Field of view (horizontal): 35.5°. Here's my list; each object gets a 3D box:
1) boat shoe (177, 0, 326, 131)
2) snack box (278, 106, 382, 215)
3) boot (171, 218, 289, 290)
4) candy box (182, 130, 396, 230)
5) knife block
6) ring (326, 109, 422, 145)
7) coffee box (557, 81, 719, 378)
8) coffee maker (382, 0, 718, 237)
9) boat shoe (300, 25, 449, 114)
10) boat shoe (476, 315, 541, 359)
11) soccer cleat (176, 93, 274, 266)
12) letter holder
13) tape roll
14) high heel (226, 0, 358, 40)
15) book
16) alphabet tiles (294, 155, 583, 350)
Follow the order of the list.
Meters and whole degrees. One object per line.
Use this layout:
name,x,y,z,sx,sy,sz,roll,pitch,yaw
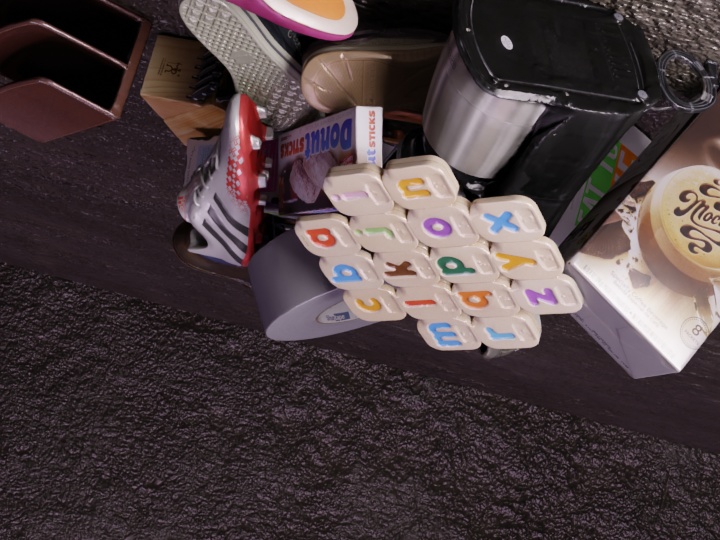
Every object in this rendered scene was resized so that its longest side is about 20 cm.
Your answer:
boat shoe,-0.079,-0.181,0.910,0.074,0.063,0.200,-3,151,25
snack box,-0.028,-0.084,0.907,0.024,0.073,0.200,0,180,-21
boot,-0.088,-0.012,1.113,0.198,0.076,0.097,9,177,-11
candy box,-0.048,-0.084,1.106,0.198,0.072,0.167,1,173,35
knife block,-0.111,-0.164,1.076,0.174,0.065,0.200,13,168,12
ring,0.037,-0.138,1.062,0.198,0.019,0.200,9,177,0
coffee box,0.241,-0.033,0.837,0.113,0.200,0.080,43,166,-3
coffee maker,0.121,-0.085,0.814,0.191,0.135,0.201,24,142,-2
boat shoe,0.050,-0.161,0.888,0.198,0.065,0.072,-2,132,-7
boat shoe,0.112,-0.015,1.087,0.060,0.204,0.072,-19,178,-25
soccer cleat,-0.119,-0.073,0.974,0.084,0.069,0.201,6,145,0
letter holder,-0.312,-0.204,1.060,0.141,0.102,0.199,25,165,-33
tape roll,0.000,0.000,1.022,0.198,0.067,0.200,-17,167,-4
high heel,-0.100,-0.211,0.805,0.198,0.068,0.096,24,156,-18
book,0.219,-0.057,0.986,0.048,0.135,0.199,3,164,45
alphabet tiles,0.056,-0.007,0.821,0.194,0.015,0.201,-5,138,32
